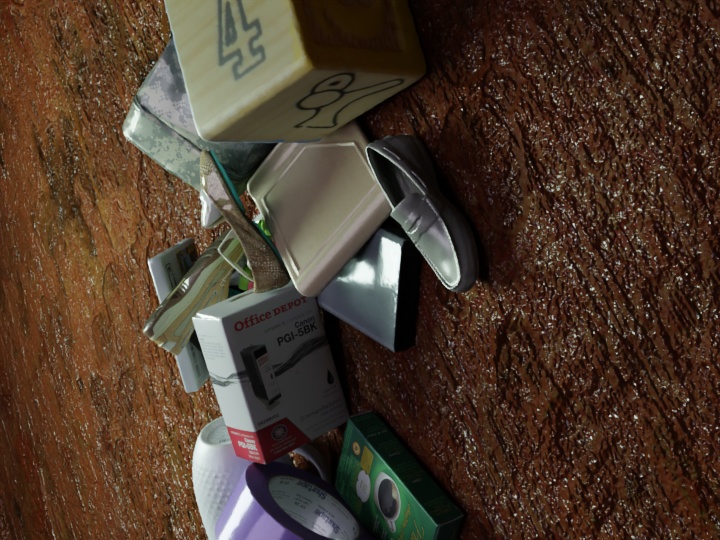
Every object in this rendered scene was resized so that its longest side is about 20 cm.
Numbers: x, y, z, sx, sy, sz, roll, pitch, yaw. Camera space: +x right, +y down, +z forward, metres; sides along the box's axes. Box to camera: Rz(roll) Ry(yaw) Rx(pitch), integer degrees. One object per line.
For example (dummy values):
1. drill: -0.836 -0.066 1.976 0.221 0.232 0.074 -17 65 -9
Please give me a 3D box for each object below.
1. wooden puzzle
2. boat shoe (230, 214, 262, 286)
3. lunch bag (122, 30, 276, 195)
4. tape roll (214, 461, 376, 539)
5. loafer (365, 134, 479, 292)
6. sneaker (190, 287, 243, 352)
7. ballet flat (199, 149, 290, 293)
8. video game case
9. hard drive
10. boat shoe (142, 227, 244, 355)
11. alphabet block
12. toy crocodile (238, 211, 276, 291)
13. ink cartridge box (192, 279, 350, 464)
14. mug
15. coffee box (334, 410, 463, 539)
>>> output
1. wooden puzzle: -0.046 -0.096 1.268 0.185 0.037 0.201 -48 53 24
2. boat shoe: -0.171 -0.027 1.481 0.200 0.069 0.071 -34 71 52
3. lunch bag: -0.193 -0.213 1.368 0.200 0.139 0.168 38 132 2
4. tape roll: -0.077 0.332 1.291 0.200 0.199 0.085 40 104 44
5. loafer: 0.065 -0.062 1.126 0.201 0.069 0.070 63 141 25
6. sneaker: -0.194 0.100 1.544 0.083 0.121 0.201 -13 125 18
7. ballet flat: -0.163 -0.057 1.305 0.201 0.065 0.071 57 178 -1
8. video game case: -0.257 0.062 1.545 0.182 0.023 0.202 -59 -45 -77
9. hard drive: 0.000 0.000 1.271 0.200 0.033 0.141 28 120 50
10. boat shoe: -0.211 0.030 1.421 0.200 0.076 0.072 -49 14 2
11. alphabet block: -0.075 -0.269 1.147 0.199 0.194 0.198 -23 80 42
12. toy crocodile: -0.127 -0.004 1.407 0.062 0.067 0.201 -69 -1 -53
13. ink cartridge box: -0.114 0.128 1.339 0.083 0.146 0.202 0 110 55
14. mug: -0.137 0.294 1.438 0.198 0.148 0.177 -8 112 15
15. coffee box: 0.043 0.283 1.266 0.200 0.044 0.124 44 133 43
